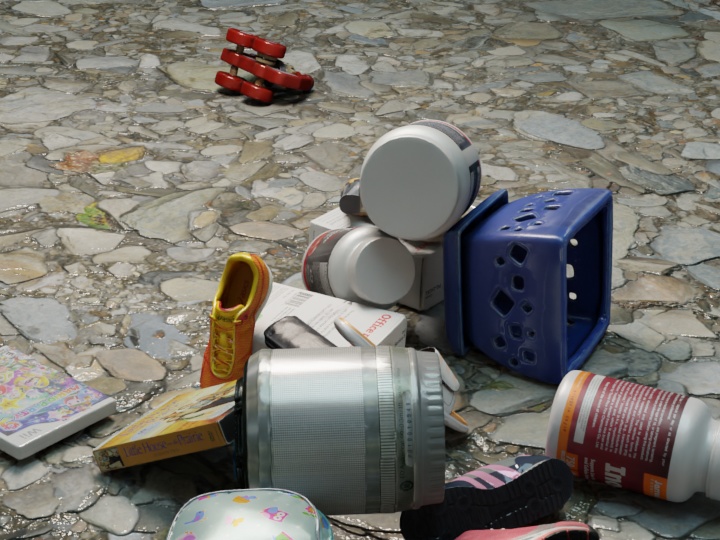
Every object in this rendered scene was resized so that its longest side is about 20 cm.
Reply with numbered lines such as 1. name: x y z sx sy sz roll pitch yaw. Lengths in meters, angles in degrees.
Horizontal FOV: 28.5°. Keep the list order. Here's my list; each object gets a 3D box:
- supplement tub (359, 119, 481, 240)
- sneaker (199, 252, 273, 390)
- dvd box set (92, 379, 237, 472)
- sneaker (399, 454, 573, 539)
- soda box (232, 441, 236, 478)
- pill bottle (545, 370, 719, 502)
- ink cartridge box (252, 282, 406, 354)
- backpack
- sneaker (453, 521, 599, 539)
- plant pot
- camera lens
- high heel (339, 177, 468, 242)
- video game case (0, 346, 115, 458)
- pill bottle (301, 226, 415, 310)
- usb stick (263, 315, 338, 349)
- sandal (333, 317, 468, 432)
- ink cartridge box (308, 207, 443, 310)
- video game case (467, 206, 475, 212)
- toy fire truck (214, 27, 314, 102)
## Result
1. supplement tub: 0.076 -0.115 1.786 0.138 0.143 0.200 7 10 10
2. sneaker: -0.154 0.077 1.630 0.072 0.203 0.077 5 -8 20
3. dvd box set: -0.174 0.159 1.524 0.198 0.030 0.146 -16 10 38
4. sneaker: 0.120 0.240 1.463 0.197 0.071 0.082 -11 4 -23
5. soda box: -0.043 0.180 1.553 0.198 0.069 0.064 -16 30 -35
6. pill bottle: 0.307 0.183 1.524 0.197 0.115 0.113 12 26 22
7. ink cartridge box: -0.061 0.095 1.719 0.197 0.085 0.145 13 27 23
8. backpack: -0.098 0.278 1.243 0.173 0.156 0.200 -4 17 -2
9. sneaker: 0.138 0.271 1.365 0.198 0.075 0.087 -10 25 -25
10. plant pot: 0.210 0.007 1.809 0.178 0.203 0.200 8 25 27
11. camera lens: -0.021 0.155 1.375 0.197 0.162 0.160 -2 24 0
12. high heel: 0.068 -0.090 1.970 0.197 0.072 0.143 11 11 1
13. video game case: -0.401 0.148 1.635 0.198 0.018 0.142 20 29 34
14. pill bottle: 0.000 0.000 1.824 0.109 0.113 0.200 -6 2 -18
15. usb stick: -0.034 0.108 1.576 0.055 0.033 0.199 -29 42 -28
16. sandal: 0.060 0.106 1.601 0.206 0.059 0.079 41 -2 -18
17. ink cartridge box: 0.047 -0.029 2.001 0.198 0.085 0.145 18 29 31
18. video game case: 0.153 -0.068 2.046 0.142 0.018 0.200 19 -6 33
19. toy fire truck: -0.178 -0.394 2.777 0.199 0.114 0.167 26 15 41
